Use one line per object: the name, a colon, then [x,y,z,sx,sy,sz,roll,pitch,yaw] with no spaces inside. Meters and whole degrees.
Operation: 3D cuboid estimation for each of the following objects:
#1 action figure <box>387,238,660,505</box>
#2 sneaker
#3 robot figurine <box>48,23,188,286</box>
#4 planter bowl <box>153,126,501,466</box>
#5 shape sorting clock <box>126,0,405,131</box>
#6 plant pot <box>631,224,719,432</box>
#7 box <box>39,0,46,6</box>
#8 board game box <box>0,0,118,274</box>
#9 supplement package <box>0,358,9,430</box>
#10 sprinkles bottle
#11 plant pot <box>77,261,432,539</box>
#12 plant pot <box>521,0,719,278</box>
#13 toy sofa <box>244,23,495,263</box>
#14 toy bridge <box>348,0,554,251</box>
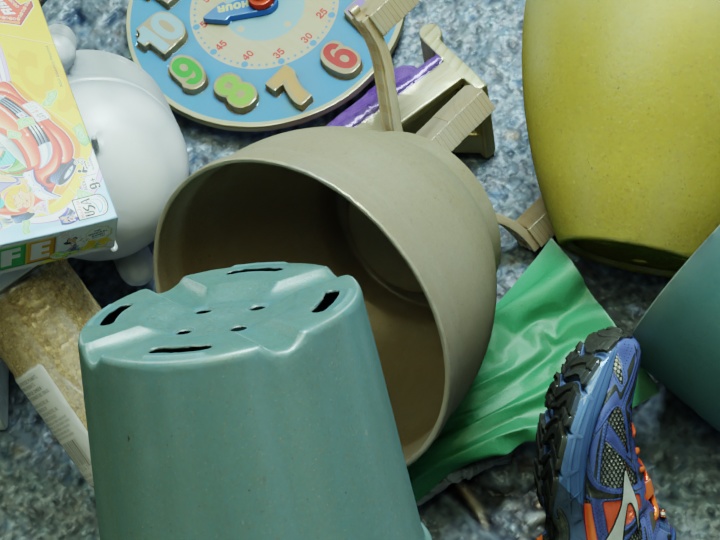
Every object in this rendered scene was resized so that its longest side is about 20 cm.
action figure: [0.065,0.083,1.144,0.199,0.055,0.118,-32,61,-1]
sneaker: [0.137,0.129,1.063,0.078,0.075,0.202,3,103,-7]
robot figurine: [-0.169,-0.075,1.211,0.112,0.171,0.200,-23,21,-4]
planter bowl: [0.000,0.000,1.097,0.199,0.201,0.135,27,41,23]
shape sorting clock: [-0.067,-0.184,1.329,0.198,0.039,0.201,-6,58,9]
plant pot: [0.275,0.033,1.062,0.200,0.201,0.161,-40,75,-14]
box: [-0.256,-0.164,1.200,0.049,0.083,0.201,19,57,20]
board game box: [-0.232,-0.089,1.088,0.134,0.034,0.201,-15,65,-19]
supplement package: [-0.292,-0.005,1.221,0.116,0.118,0.201,-7,59,4]
sprinkles bottle: [-0.161,0.066,1.122,0.068,0.068,0.201,-35,95,-11]
plant pot: [-0.058,0.111,0.995,0.198,0.198,0.200,-9,17,3]
plant pot: [0.183,-0.075,1.152,0.198,0.200,0.143,10,82,15]
toy sofa: [-0.016,-0.073,1.232,0.200,0.083,0.098,-37,61,-12]
toy bridge: [0.052,-0.086,1.176,0.067,0.200,0.027,-43,25,-8]
